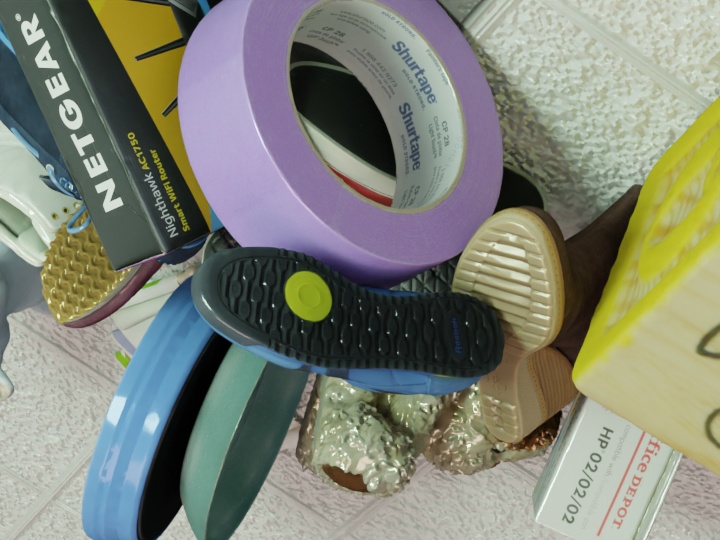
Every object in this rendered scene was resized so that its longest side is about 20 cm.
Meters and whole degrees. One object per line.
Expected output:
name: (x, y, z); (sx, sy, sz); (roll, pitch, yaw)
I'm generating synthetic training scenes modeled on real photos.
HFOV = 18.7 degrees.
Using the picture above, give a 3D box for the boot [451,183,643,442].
boot: (0.127, -0.006, 1.346); (0.072, 0.166, 0.200); (25, 144, 23)

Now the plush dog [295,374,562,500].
plush dog: (0.056, 0.088, 1.530); (0.171, 0.161, 0.200); (13, 174, -6)

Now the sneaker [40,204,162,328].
sneaker: (-0.126, -0.035, 1.448); (0.200, 0.075, 0.090); (-48, 147, 17)

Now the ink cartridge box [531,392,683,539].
ink cartridge box: (0.164, 0.119, 1.422); (0.068, 0.115, 0.200); (23, -179, 3)

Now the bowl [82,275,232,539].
bowl: (-0.132, 0.102, 1.535); (0.039, 0.201, 0.201); (22, 141, 9)

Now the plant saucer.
plant saucer: (-0.081, 0.101, 1.544); (0.036, 0.200, 0.200); (23, 141, 9)

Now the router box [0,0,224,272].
router box: (-0.124, -0.116, 1.310); (0.051, 0.149, 0.200); (-21, 96, 42)

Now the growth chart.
growth chart: (-0.124, 0.080, 1.687); (0.145, 0.018, 0.200); (-12, 128, 38)

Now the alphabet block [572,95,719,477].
alphabet block: (0.269, 0.006, 1.258); (0.200, 0.197, 0.195); (31, 139, -6)

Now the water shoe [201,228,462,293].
water shoe: (0.000, 0.000, 1.412); (0.200, 0.072, 0.079); (9, 174, 12)

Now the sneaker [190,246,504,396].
sneaker: (-0.017, 0.038, 1.250); (0.200, 0.066, 0.078); (12, 156, -31)

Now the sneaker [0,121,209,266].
sneaker: (-0.176, -0.033, 1.514); (0.200, 0.116, 0.074); (27, 139, -4)

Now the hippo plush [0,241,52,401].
hippo plush: (-0.299, 0.006, 1.584); (0.159, 0.161, 0.200); (19, 140, 7)

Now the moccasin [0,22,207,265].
moccasin: (-0.168, -0.076, 1.378); (0.200, 0.080, 0.068); (51, 127, 17)

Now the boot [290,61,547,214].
boot: (0.004, -0.046, 1.441); (0.200, 0.072, 0.144); (31, 142, -12)

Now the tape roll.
tape roll: (-0.009, -0.087, 1.296); (0.200, 0.200, 0.066); (42, 138, -19)
